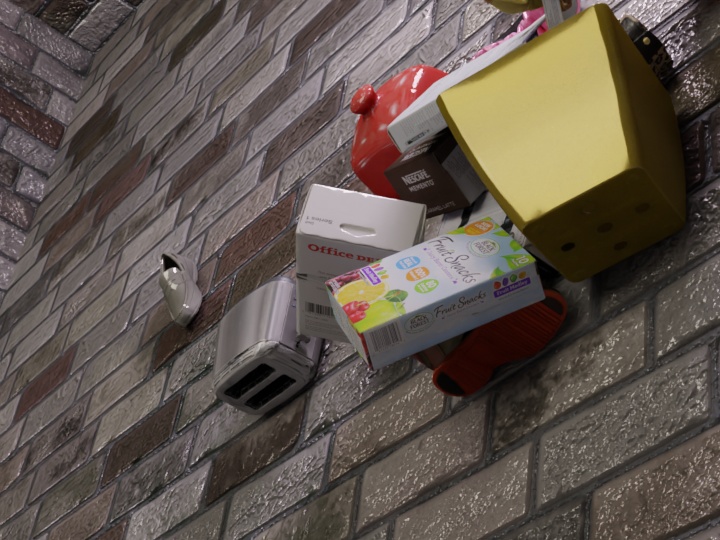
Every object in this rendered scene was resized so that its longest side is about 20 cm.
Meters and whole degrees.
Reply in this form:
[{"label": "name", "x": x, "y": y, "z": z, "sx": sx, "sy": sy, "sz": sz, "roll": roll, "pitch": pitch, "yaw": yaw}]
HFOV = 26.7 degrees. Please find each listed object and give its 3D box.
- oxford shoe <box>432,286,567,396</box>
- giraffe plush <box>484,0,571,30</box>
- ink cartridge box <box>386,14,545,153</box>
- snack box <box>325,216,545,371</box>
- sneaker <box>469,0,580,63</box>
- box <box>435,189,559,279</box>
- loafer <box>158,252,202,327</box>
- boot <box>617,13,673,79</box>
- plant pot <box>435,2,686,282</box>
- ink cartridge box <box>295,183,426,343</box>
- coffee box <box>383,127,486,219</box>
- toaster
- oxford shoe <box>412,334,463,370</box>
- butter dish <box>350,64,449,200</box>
[{"label": "oxford shoe", "x": 0.150, "y": 0.061, "z": 1.658, "sx": 0.200, "sy": 0.071, "sz": 0.073, "roll": -37, "pitch": 26, "yaw": 40}, {"label": "giraffe plush", "x": 0.216, "y": -0.356, "z": 1.699, "sx": 0.162, "sy": 0.171, "sz": 0.202, "roll": -28, "pitch": -58, "yaw": -80}, {"label": "ink cartridge box", "x": 0.144, "y": -0.225, "z": 1.768, "sx": 0.199, "sy": 0.041, "sz": 0.200, "roll": -30, "pitch": 9, "yaw": 30}, {"label": "snack box", "x": 0.076, "y": 0.021, "z": 1.601, "sx": 0.199, "sy": 0.053, "sz": 0.142, "roll": -21, "pitch": 27, "yaw": -8}, {"label": "sneaker", "x": 0.219, "y": -0.300, "z": 1.985, "sx": 0.200, "sy": 0.079, "sz": 0.095, "roll": -43, "pitch": 5, "yaw": 29}, {"label": "box", "x": 0.163, "y": -0.038, "z": 1.764, "sx": 0.200, "sy": 0.060, "sz": 0.117, "roll": -21, "pitch": 43, "yaw": 53}, {"label": "loafer", "x": -0.315, "y": 0.032, "z": 2.602, "sx": 0.070, "sy": 0.070, "sz": 0.200, "roll": -51, "pitch": 24, "yaw": 14}, {"label": "boot", "x": 0.251, "y": -0.218, "z": 1.662, "sx": 0.151, "sy": 0.200, "sz": 0.073, "roll": -49, "pitch": 43, "yaw": 6}, {"label": "plant pot", "x": 0.223, "y": -0.111, "z": 1.543, "sx": 0.199, "sy": 0.200, "sz": 0.177, "roll": -28, "pitch": 52, "yaw": 18}, {"label": "ink cartridge box", "x": 0.000, "y": 0.000, "z": 1.819, "sx": 0.201, "sy": 0.145, "sz": 0.085, "roll": 94, "pitch": -171, "yaw": -51}, {"label": "coffee box", "x": 0.138, "y": -0.158, "z": 1.851, "sx": 0.200, "sy": 0.080, "sz": 0.114, "roll": -45, "pitch": 15, "yaw": -30}, {"label": "toaster", "x": -0.133, "y": 0.110, "z": 2.098, "sx": 0.200, "sy": 0.113, "sz": 0.130, "roll": -35, "pitch": 34, "yaw": 38}, {"label": "oxford shoe", "x": 0.078, "y": 0.059, "z": 1.696, "sx": 0.074, "sy": 0.071, "sz": 0.200, "roll": -39, "pitch": 16, "yaw": -4}, {"label": "butter dish", "x": 0.051, "y": -0.199, "z": 2.071, "sx": 0.199, "sy": 0.147, "sz": 0.201, "roll": -30, "pitch": 36, "yaw": 46}]
